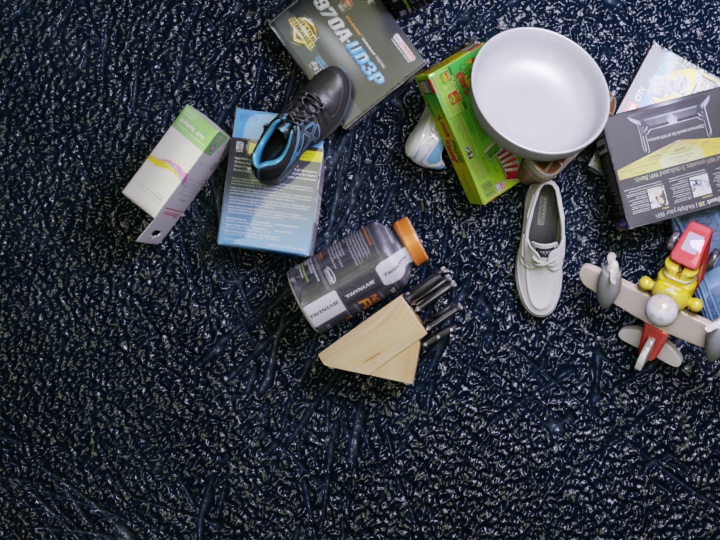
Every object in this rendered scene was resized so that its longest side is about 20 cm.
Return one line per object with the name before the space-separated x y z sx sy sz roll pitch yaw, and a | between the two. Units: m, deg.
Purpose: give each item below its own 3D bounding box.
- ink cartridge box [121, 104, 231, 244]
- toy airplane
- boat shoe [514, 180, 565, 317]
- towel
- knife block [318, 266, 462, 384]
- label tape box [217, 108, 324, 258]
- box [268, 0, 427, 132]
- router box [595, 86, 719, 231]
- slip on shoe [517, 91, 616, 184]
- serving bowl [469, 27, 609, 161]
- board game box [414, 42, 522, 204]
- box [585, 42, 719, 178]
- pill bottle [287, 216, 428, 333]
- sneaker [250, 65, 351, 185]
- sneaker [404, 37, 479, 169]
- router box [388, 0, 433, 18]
ink cartridge box | -0.279 -0.139 1.487 0.067 0.117 0.201 38 93 5
toy airplane | 0.421 0.054 1.394 0.198 0.141 0.203 -21 91 31
boat shoe | 0.267 -0.032 1.460 0.070 0.066 0.205 7 95 4
towel | 0.525 -0.011 1.448 0.110 0.049 0.204 -21 88 4
knife block | 0.049 0.071 1.485 0.196 0.064 0.179 11 90 6
label tape box | -0.128 -0.128 1.500 0.141 0.063 0.205 8 88 5
box | -0.018 -0.335 1.499 0.158 0.046 0.201 -36 86 4
router box | 0.440 -0.157 1.403 0.196 0.052 0.161 -14 88 -3
slip on shoe | 0.295 -0.194 1.447 0.076 0.061 0.201 40 64 -1
serving bowl | 0.239 -0.231 1.377 0.196 0.066 0.204 4 64 -8
board game box | 0.166 -0.208 1.436 0.101 0.047 0.203 -31 107 -17
box | 0.435 -0.208 1.461 0.135 0.038 0.203 29 93 4
pill bottle | 0.000 0.000 1.468 0.198 0.106 0.108 -29 88 5
sneaker | -0.083 -0.208 1.427 0.073 0.082 0.201 36 90 8
sneaker | 0.132 -0.245 1.481 0.072 0.072 0.203 26 88 -23
router box | 0.042 -0.457 1.414 0.061 0.200 0.153 -21 88 9
